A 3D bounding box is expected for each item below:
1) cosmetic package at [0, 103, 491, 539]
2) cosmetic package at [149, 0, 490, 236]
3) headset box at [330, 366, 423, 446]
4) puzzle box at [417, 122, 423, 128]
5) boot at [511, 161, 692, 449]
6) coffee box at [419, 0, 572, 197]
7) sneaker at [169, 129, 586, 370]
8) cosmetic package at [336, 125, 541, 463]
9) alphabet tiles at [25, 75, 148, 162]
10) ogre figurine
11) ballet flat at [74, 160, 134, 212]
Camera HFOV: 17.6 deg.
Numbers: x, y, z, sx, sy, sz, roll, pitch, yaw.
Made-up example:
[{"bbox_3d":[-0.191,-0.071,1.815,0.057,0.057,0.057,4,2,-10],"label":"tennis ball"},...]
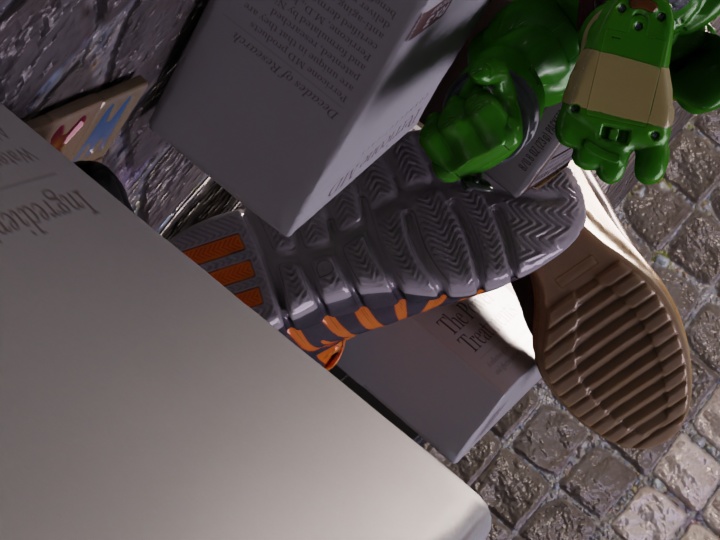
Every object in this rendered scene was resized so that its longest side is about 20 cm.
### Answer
[{"bbox_3d":[-0.119,0.057,0.369,0.168,0.200,0.166,-54,171,18],"label":"cosmetic package"},{"bbox_3d":[0.011,-0.115,0.795,0.102,0.074,0.200,-44,168,-46],"label":"cosmetic package"},{"bbox_3d":[-0.013,0.087,1.384,0.174,0.093,0.200,-40,173,-28],"label":"headset box"},{"bbox_3d":[0.029,-0.044,1.394,0.133,0.025,0.200,-53,172,9],"label":"puzzle box"},{"bbox_3d":[0.100,-0.026,1.144,0.072,0.200,0.167,-27,-157,12],"label":"boot"},{"bbox_3d":[0.088,-0.145,0.947,0.200,0.114,0.080,-53,172,23],"label":"coffee box"},{"bbox_3d":[0.000,0.000,1.042,0.199,0.078,0.112,-13,161,-6],"label":"sneaker"},{"bbox_3d":[0.034,0.003,1.177,0.052,0.151,0.200,-56,171,24],"label":"cosmetic package"},{"bbox_3d":[-0.152,0.022,0.734,0.167,0.008,0.200,-55,172,26],"label":"alphabet tiles"},{"bbox_3d":[0.108,-0.099,0.812,0.200,0.098,0.120,-51,-168,6],"label":"ogre figurine"},{"bbox_3d":[-0.118,-0.012,0.641,0.066,0.057,0.200,-17,171,15],"label":"ballet flat"}]
